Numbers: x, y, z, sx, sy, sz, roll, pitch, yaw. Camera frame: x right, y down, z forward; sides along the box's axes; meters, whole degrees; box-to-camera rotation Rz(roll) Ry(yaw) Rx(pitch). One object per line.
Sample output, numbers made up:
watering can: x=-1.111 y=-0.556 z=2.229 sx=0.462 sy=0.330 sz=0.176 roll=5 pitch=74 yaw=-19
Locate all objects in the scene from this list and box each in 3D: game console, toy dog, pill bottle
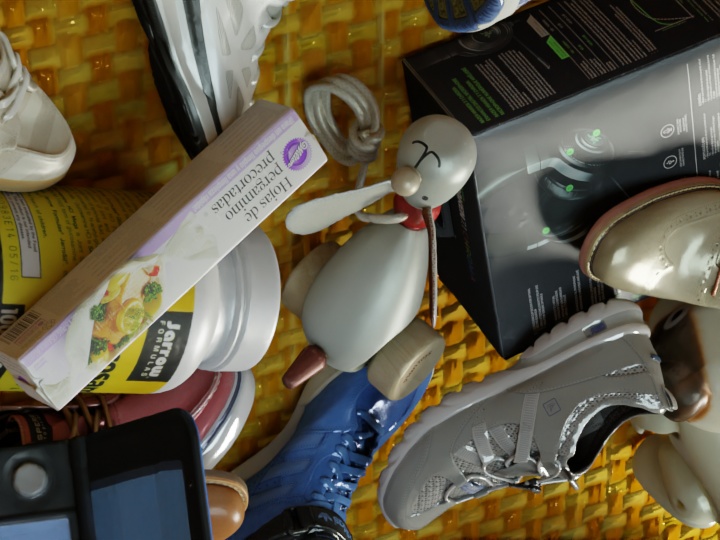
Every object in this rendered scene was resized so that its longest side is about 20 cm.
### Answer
game console: x=-0.163 y=0.186 z=1.467 sx=0.170 sy=0.201 sz=0.118 roll=-7 pitch=170 yaw=-8
toy dog: x=0.000 y=0.000 z=1.540 sx=0.096 sy=0.132 sz=0.200 roll=-40 pitch=141 yaw=-38
pill bottle: x=-0.150 y=0.011 z=1.489 sx=0.200 sy=0.112 sz=0.113 roll=2 pitch=121 yaw=-31
toy dog: x=0.232 y=0.087 z=1.715 sx=0.139 sy=0.194 sz=0.200 roll=-22 pitch=138 yaw=3

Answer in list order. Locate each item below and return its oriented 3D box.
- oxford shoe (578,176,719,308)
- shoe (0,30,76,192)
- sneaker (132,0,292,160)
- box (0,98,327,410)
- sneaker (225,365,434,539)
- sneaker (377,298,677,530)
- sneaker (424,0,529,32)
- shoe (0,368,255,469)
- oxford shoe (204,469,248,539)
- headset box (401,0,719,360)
oxford shoe: x=0.221 y=-0.007 z=1.585 sx=0.200 sy=0.074 sz=0.071 roll=-3 pitch=126 yaw=-29
shoe: x=-0.215 y=-0.101 z=1.394 sx=0.053 sy=0.070 sz=0.200 roll=-25 pitch=139 yaw=35
sneaker: x=-0.055 y=-0.129 z=1.466 sx=0.115 sy=0.076 sz=0.201 roll=-23 pitch=129 yaw=-10
box: x=-0.104 y=-0.010 z=1.422 sx=0.200 sy=0.041 sz=0.039 roll=-44 pitch=120 yaw=-17
sneaker: x=-0.017 y=0.134 z=1.655 sx=0.200 sy=0.111 sz=0.077 roll=-41 pitch=133 yaw=2
sneaker: x=0.095 y=0.101 z=1.609 sx=0.200 sy=0.082 sz=0.075 roll=-38 pitch=156 yaw=20
sneaker: x=0.102 y=-0.176 z=1.457 sx=0.088 sy=0.200 sz=0.075 roll=-10 pitch=88 yaw=-27
shoe: x=-0.159 y=0.101 z=1.578 sx=0.200 sy=0.072 sz=0.091 roll=-37 pitch=138 yaw=6
oxford shoe: x=-0.150 y=0.177 z=1.560 sx=0.200 sy=0.071 sz=0.071 roll=-25 pitch=137 yaw=-2
headset box: x=0.129 y=-0.065 z=1.605 sx=0.200 sy=0.093 sz=0.174 roll=-23 pitch=132 yaw=-12
